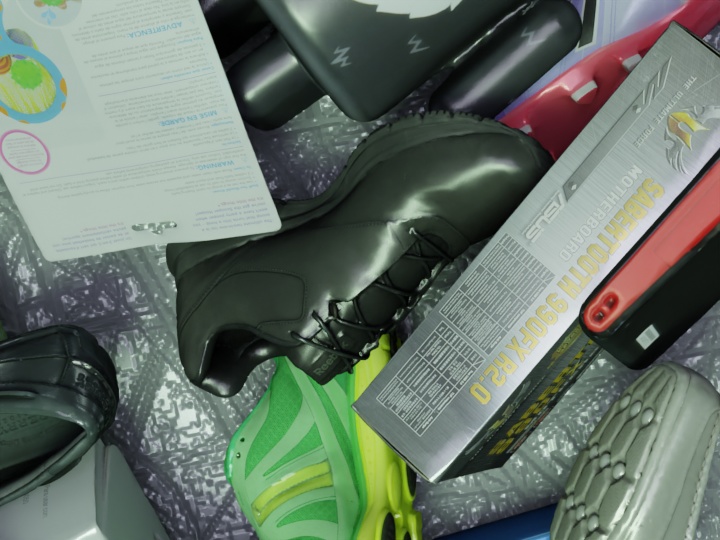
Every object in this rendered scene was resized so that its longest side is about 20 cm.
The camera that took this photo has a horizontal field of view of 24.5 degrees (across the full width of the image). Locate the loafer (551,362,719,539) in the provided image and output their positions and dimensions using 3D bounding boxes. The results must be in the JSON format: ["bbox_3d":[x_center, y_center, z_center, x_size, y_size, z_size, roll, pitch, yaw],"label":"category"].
[{"bbox_3d":[0.115,0.139,0.708,0.069,0.070,0.201,18,97,-13],"label":"loafer"}]

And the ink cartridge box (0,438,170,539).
[{"bbox_3d":[-0.173,0.185,0.752,0.199,0.085,0.145,-25,115,2],"label":"ink cartridge box"}]

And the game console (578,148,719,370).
[{"bbox_3d":[0.163,-0.032,0.692,0.177,0.200,0.031,-44,75,5],"label":"game console"}]

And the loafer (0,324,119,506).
[{"bbox_3d":[-0.198,0.085,0.714,0.200,0.070,0.068,-23,115,8],"label":"loafer"}]

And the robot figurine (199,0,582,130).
[{"bbox_3d":[0.012,-0.146,0.722,0.200,0.125,0.150,-37,124,4],"label":"robot figurine"}]

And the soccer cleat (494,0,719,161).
[{"bbox_3d":[0.124,-0.123,0.760,0.200,0.067,0.077,-39,61,9],"label":"soccer cleat"}]

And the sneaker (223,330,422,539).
[{"bbox_3d":[-0.018,0.107,0.742,0.083,0.074,0.201,-10,52,18],"label":"sneaker"}]

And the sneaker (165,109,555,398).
[{"bbox_3d":[0.000,0.000,0.722,0.199,0.076,0.091,-24,51,31],"label":"sneaker"}]

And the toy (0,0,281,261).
[{"bbox_3d":[-0.111,-0.100,0.683,0.114,0.047,0.201,-7,129,18],"label":"toy"}]

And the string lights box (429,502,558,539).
[{"bbox_3d":[0.053,0.178,0.778,0.199,0.059,0.103,-16,93,3],"label":"string lights box"}]

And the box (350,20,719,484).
[{"bbox_3d":[0.094,-0.001,0.709,0.048,0.158,0.200,41,96,13],"label":"box"}]

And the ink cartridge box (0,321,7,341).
[{"bbox_3d":[-0.217,0.113,0.790,0.145,0.048,0.201,-15,117,3],"label":"ink cartridge box"}]
